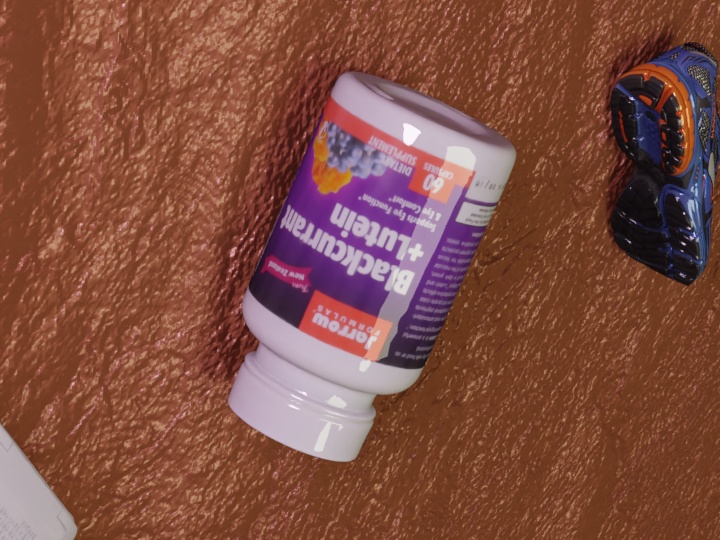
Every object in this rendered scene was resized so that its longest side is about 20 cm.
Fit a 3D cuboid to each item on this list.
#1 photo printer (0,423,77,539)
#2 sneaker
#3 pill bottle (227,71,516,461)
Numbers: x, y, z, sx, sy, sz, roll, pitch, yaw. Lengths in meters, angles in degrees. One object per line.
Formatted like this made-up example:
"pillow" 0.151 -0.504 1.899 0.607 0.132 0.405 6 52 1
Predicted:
"photo printer" -0.244 0.153 1.233 0.200 0.069 0.167 -49 148 -15
"sneaker" 0.220 -0.070 1.705 0.078 0.075 0.201 -42 146 -31
"pill bottle" 0.000 0.000 1.411 0.111 0.111 0.201 7 110 -56
